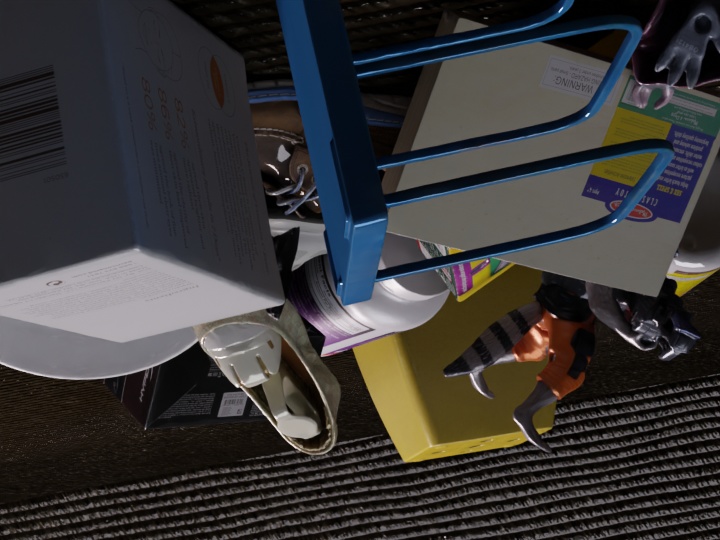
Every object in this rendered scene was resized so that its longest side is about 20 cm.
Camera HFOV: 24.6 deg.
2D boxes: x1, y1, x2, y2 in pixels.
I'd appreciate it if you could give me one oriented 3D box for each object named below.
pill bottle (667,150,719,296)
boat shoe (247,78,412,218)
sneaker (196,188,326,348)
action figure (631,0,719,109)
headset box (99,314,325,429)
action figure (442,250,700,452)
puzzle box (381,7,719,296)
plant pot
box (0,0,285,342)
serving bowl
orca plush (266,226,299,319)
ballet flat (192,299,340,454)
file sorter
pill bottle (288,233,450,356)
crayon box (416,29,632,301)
[{"bbox_3d":[0.254,-0.033,1.401,0.108,0.110,0.200,-8,168,-8],"label":"pill bottle"},{"bbox_3d":[-0.029,-0.075,1.048,0.199,0.073,0.072,-2,165,-36],"label":"boat shoe"},{"bbox_3d":[-0.062,0.001,1.163,0.199,0.116,0.075,2,-162,41],"label":"sneaker"},{"bbox_3d":[0.207,-0.151,0.892,0.133,0.150,0.200,4,-166,21],"label":"action figure"},{"bbox_3d":[-0.145,0.040,1.298,0.148,0.076,0.200,0,-155,-37],"label":"headset box"},{"bbox_3d":[0.154,0.024,1.133,0.104,0.194,0.200,34,-176,-11],"label":"action figure"},{"bbox_3d":[0.117,-0.066,0.986,0.198,0.134,0.025,13,-163,-24],"label":"puzzle box"},{"bbox_3d":[0.106,0.099,1.742,0.198,0.178,0.200,-7,168,-13],"label":"plant pot"},{"bbox_3d":[-0.131,-0.055,0.860,0.105,0.154,0.200,-14,167,14],"label":"box"},{"bbox_3d":[-0.187,-0.014,1.116,0.198,0.066,0.201,-5,137,-5],"label":"serving bowl"},{"bbox_3d":[-0.133,-0.017,1.002,0.199,0.106,0.071,29,-167,-15],"label":"orca plush"},{"bbox_3d":[-0.061,0.063,1.130,0.067,0.063,0.200,-21,141,16],"label":"ballet flat"},{"bbox_3d":[0.030,-0.108,0.633,0.122,0.202,0.139,-11,169,-4],"label":"file sorter"},{"bbox_3d":[0.000,0.000,1.307,0.112,0.114,0.200,-3,170,-30],"label":"pill bottle"},{"bbox_3d":[0.117,-0.065,1.106,0.172,0.058,0.200,-36,168,-2],"label":"crayon box"}]
